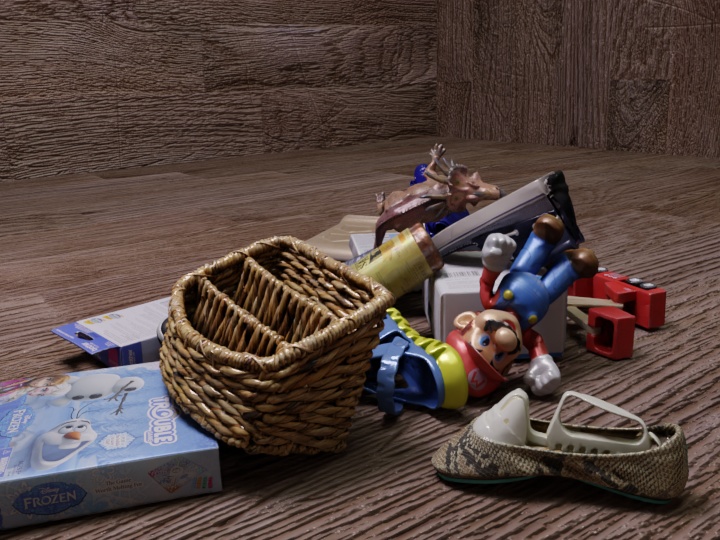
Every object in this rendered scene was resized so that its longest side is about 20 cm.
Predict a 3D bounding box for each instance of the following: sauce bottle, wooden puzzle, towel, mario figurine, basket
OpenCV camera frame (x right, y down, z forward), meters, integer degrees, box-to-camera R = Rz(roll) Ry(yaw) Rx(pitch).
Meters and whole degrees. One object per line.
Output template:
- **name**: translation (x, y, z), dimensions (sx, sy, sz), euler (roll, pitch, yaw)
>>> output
- **sauce bottle**: translation (0.004, 0.021, 0.863), dimensions (0.197, 0.067, 0.066), euler (-33, 15, 3)
- **wooden puzzle**: translation (0.012, -0.047, 1.298), dimensions (0.180, 0.048, 0.200), euler (5, 22, 22)
- **towel**: translation (0.137, -0.069, 1.133), dimensions (0.049, 0.148, 0.202), euler (-35, 28, 18)
- **mario figurine**: translation (0.164, 0.041, 0.730), dimensions (0.122, 0.107, 0.201), euler (30, 72, 33)
- **basket**: translation (-0.091, 0.049, 0.645), dimensions (0.140, 0.153, 0.199), euler (11, 12, -39)

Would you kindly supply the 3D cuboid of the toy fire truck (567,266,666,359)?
- **toy fire truck**: translation (0.301, 0.045, 0.910), dimensions (0.137, 0.050, 0.199), euler (-8, 16, -21)

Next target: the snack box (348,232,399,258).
- **snack box**: translation (0.082, -0.030, 1.170), dimensions (0.194, 0.025, 0.073), euler (-3, 45, -22)

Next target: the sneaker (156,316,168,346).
- **sneaker**: translation (-0.131, 0.054, 0.808), dimensions (0.194, 0.085, 0.073), euler (4, 37, 3)

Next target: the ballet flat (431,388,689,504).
- **ballet flat**: translation (0.152, 0.130, 0.567), dimensions (0.194, 0.078, 0.068), euler (2, 16, 16)

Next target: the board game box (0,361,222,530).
- **board game box**: translation (-0.228, 0.140, 0.633), dimensions (0.193, 0.045, 0.200), euler (-5, 16, -17)

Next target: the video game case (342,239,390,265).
- **video game case**: translation (0.000, 0.000, 1.015), dimensions (0.196, 0.019, 0.143), euler (-25, 12, 10)

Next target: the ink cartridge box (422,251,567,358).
- **ink cartridge box**: translation (0.156, 0.034, 0.895), dimensions (0.142, 0.089, 0.200), euler (-2, 13, -1)

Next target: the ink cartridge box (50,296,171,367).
- **ink cartridge box**: translation (-0.256, 0.075, 0.882), dimensions (0.118, 0.043, 0.197), euler (14, 19, 42)

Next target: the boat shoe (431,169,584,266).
- **boat shoe**: translation (0.170, -0.034, 0.865), dimensions (0.198, 0.095, 0.074), euler (-28, -2, 43)

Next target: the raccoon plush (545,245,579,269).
- **raccoon plush**: translation (0.233, -0.047, 1.041), dimensions (0.131, 0.201, 0.098), euler (7, 57, 35)

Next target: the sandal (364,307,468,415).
- **sandal**: translation (0.020, 0.089, 0.738), dimensions (0.085, 0.082, 0.199), euler (-14, 17, -28)

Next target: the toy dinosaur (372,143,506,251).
- **toy dinosaur**: translation (0.076, -0.084, 0.927), dimensions (0.198, 0.087, 0.136), euler (-34, 11, 12)

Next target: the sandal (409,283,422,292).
- **sandal**: translation (0.048, 0.004, 1.086), dimensions (0.197, 0.051, 0.082), euler (-8, 15, -18)
